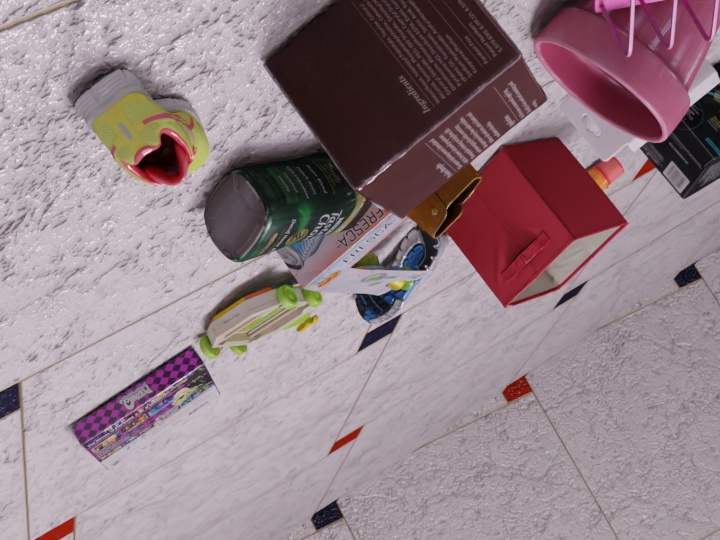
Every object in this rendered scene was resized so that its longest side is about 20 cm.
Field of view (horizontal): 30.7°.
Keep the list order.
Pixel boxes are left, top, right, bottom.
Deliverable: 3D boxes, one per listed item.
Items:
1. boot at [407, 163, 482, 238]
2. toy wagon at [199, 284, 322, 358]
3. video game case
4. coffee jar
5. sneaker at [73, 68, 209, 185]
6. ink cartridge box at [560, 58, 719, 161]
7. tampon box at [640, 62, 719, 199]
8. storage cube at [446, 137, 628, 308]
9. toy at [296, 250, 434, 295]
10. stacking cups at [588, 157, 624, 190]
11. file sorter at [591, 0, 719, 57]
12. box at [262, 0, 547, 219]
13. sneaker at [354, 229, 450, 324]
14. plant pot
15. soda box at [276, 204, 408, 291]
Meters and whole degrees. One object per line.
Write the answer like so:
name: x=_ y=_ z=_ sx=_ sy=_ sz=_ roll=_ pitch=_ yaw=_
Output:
boot: x=0.044 y=-0.090 z=1.566 sx=0.201 sy=0.144 sz=0.071 roll=-46 pitch=160 yaw=31
toy wagon: x=-0.126 y=0.066 z=1.806 sx=0.155 sy=0.040 sz=0.200 roll=-32 pitch=167 yaw=24
video game case: x=-0.299 y=0.198 z=1.854 sx=0.200 sy=0.036 sz=0.181 roll=-34 pitch=164 yaw=-9
coffee jar: x=-0.072 y=-0.078 z=1.470 sx=0.200 sy=0.085 sz=0.104 roll=-19 pitch=157 yaw=-46
sneaker: x=-0.180 y=-0.107 z=1.166 sx=0.078 sy=0.090 sz=0.200 roll=-41 pitch=165 yaw=9
ink cartridge box: x=0.401 y=-0.256 z=1.887 sx=0.200 sy=0.116 sz=0.067 roll=-40 pitch=164 yaw=13
tampon box: x=0.600 y=-0.247 z=2.249 sx=0.199 sy=0.150 sz=0.126 roll=-27 pitch=161 yaw=-27
storage cube: x=0.260 y=-0.075 z=1.984 sx=0.200 sy=0.180 sz=0.171 roll=-16 pitch=155 yaw=-51
toy: x=0.000 y=0.000 z=1.871 sx=0.115 sy=0.047 sz=0.199 roll=-23 pitch=160 yaw=38
stacking cups: x=0.375 y=-0.125 z=2.289 sx=0.200 sy=0.061 sz=0.061 roll=-37 pitch=164 yaw=-1
file sorter: x=0.366 y=-0.325 z=1.418 sx=0.199 sy=0.126 sz=0.139 roll=-11 pitch=137 yaw=-2
box: x=0.049 y=-0.184 z=1.281 sx=0.200 sy=0.165 sz=0.166 roll=-38 pitch=164 yaw=8
sneaker: x=0.073 y=0.009 z=2.033 sx=0.200 sy=0.075 sz=0.087 roll=-46 pitch=167 yaw=30
plant pot: x=0.341 y=-0.285 z=1.587 sx=0.179 sy=0.200 sz=0.200 roll=-52 pitch=164 yaw=-2
soda box: x=-0.008 y=-0.060 z=1.676 sx=0.200 sy=0.069 sz=0.064 roll=-40 pitch=163 yaw=12
